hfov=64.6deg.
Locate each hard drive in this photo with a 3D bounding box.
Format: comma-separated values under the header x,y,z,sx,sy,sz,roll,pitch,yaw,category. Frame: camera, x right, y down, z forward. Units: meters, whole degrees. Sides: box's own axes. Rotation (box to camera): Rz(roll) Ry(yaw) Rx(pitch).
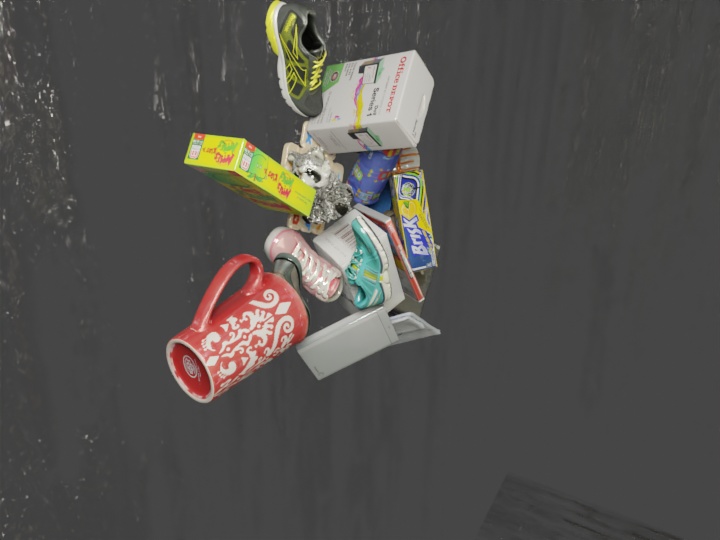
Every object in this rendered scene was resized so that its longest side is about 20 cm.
x,y,z,sx,sy,sz,roll,pitch,yaw,category
-0.024,0.149,1.193,0.197,0.027,0.133,-26,138,1,hard drive

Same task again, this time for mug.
x,y,z,sx,sy,sz,roll,pitch,yaw,category
-0.205,0.088,0.898,0.199,0.132,0.180,-36,100,-45,mug

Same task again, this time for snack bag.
x,y,z,sx,sy,sz,roll,pitch,yaw,category
0.074,0.150,1.355,0.199,0.185,0.022,33,45,-57,snack bag

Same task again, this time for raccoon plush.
x,y,z,sx,sy,sz,roll,pitch,yaw,category
-0.076,-0.173,1.059,0.201,0.095,0.137,-85,159,-69,raccoon plush

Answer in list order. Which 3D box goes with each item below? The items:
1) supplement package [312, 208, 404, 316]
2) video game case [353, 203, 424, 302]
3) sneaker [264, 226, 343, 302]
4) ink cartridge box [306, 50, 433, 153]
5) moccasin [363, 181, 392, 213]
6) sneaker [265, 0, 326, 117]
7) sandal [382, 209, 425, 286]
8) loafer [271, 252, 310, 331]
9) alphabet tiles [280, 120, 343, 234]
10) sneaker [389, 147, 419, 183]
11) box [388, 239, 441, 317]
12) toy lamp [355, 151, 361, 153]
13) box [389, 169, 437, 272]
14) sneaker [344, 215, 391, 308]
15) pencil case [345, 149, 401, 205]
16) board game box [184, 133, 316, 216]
x,y,z,sx,sy,sz,roll,pitch,yaw,category
0.000,0.000,1.188,0.117,0.117,0.202,-36,137,-16,supplement package
0.058,-0.037,1.187,0.017,0.143,0.202,-33,120,-14,video game case
-0.093,-0.006,1.057,0.076,0.103,0.201,-56,147,-13,sneaker
0.018,-0.300,1.031,0.084,0.196,0.148,38,63,-50,ink cartridge box
0.052,-0.141,1.303,0.203,0.079,0.069,-63,156,-22,moccasin
-0.094,-0.342,0.949,0.075,0.083,0.202,-57,146,-31,sneaker
0.102,-0.043,1.265,0.082,0.054,0.203,-42,121,-38,sandal
-0.135,0.064,1.027,0.063,0.070,0.203,-66,159,-48,loafer
-0.092,-0.173,1.091,0.199,0.014,0.201,6,92,-62,alphabet tiles
0.094,-0.195,1.253,0.077,0.076,0.205,-117,-162,-83,sneaker
0.096,0.010,1.370,0.121,0.105,0.204,23,79,-28,box
0.049,-0.287,1.266,0.199,0.057,0.060,-22,120,-55,toy lamp
0.108,-0.103,1.189,0.070,0.063,0.205,-129,-153,-78,box
0.009,-0.006,1.052,0.078,0.078,0.203,-20,129,-11,sneaker
0.029,-0.223,1.150,0.077,0.088,0.201,-22,157,-30,pencil case
-0.163,-0.143,0.881,0.199,0.100,0.049,29,76,-61,board game box
